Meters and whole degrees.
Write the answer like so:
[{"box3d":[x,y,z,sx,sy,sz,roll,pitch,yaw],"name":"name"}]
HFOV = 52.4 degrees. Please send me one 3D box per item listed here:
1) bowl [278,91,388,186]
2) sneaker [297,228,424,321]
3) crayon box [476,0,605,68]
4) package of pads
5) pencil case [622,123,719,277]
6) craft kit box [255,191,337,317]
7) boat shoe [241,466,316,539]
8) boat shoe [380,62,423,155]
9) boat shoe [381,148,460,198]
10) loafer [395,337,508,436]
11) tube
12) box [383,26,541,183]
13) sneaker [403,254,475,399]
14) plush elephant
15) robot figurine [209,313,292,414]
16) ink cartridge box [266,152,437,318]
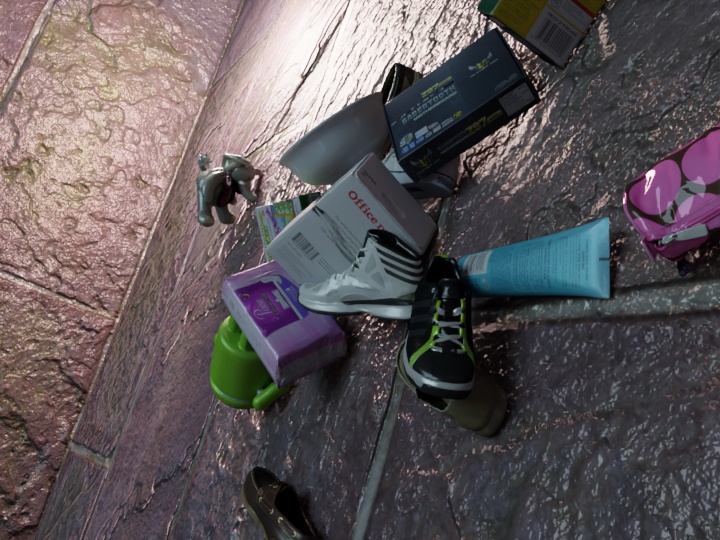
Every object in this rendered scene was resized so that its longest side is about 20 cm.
[{"box3d":[-0.025,-0.193,1.177,0.200,0.091,0.201,-34,3,2],"name":"bowl"},{"box3d":[0.000,0.000,0.981,0.199,0.076,0.116,3,102,31],"name":"sneaker"},{"box3d":[0.249,-0.368,0.884,0.201,0.126,0.051,-57,27,14],"name":"crayon box"},{"box3d":[-0.119,0.076,1.121,0.200,0.120,0.076,49,150,37],"name":"package of pads"},{"box3d":[0.306,-0.082,0.569,0.200,0.091,0.094,-43,-2,42],"name":"pencil case"},{"box3d":[-0.104,-0.021,1.220,0.197,0.048,0.202,-3,100,65],"name":"craft kit box"},{"box3d":[-0.109,0.330,1.011,0.200,0.070,0.071,42,112,55],"name":"boat shoe"},{"box3d":[0.034,-0.265,1.270,0.201,0.065,0.073,-62,26,7],"name":"boat shoe"},{"box3d":[0.077,-0.160,1.085,0.202,0.074,0.087,10,76,61],"name":"boat shoe"},{"box3d":[0.090,0.115,0.824,0.076,0.067,0.200,-62,28,0],"name":"loafer"},{"box3d":[0.182,-0.003,0.780,0.199,0.050,0.078,-10,81,57],"name":"tube"},{"box3d":[0.131,-0.229,1.004,0.199,0.051,0.158,-31,37,19],"name":"box"},{"box3d":[0.083,0.049,0.771,0.201,0.071,0.083,-91,7,-58],"name":"sneaker"},{"box3d":[-0.321,-0.216,1.832,0.154,0.165,0.202,-13,86,16],"name":"plush elephant"},{"box3d":[-0.193,0.152,1.241,0.176,0.115,0.201,47,135,33],"name":"robot figurine"},{"box3d":[-0.013,-0.047,1.039,0.200,0.145,0.084,-36,12,36],"name":"ink cartridge box"}]
